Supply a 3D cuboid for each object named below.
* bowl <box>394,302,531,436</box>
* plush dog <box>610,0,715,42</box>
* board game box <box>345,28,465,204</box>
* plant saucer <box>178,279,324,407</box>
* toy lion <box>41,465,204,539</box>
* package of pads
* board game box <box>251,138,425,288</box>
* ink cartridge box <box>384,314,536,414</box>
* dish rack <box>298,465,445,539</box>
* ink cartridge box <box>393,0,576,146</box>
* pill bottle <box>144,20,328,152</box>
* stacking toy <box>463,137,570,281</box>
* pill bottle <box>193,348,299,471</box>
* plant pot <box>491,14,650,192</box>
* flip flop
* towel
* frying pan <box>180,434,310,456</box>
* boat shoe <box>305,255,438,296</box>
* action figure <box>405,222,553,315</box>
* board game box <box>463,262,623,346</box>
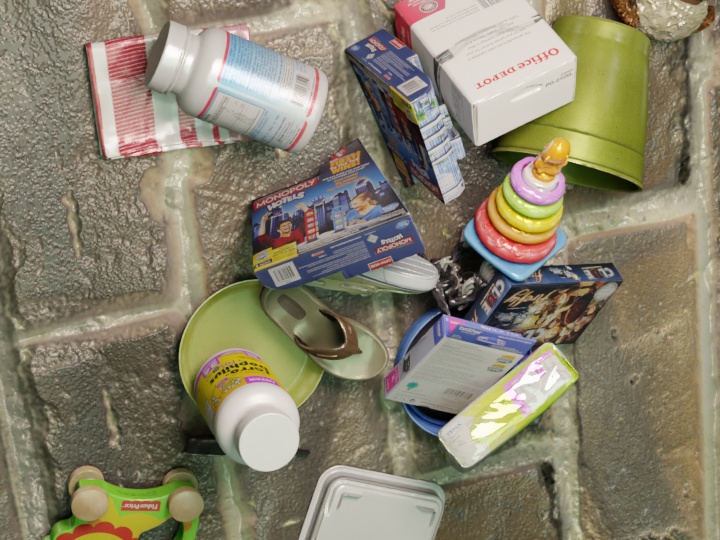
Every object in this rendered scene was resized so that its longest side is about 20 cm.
[{"bbox_3d":[0.140,0.134,1.767,0.200,0.039,0.201,-5,107,-17],"label":"bowl"},{"bbox_3d":[0.425,-0.380,1.677,0.199,0.161,0.172,7,126,-21],"label":"plush dog"},{"bbox_3d":[0.073,-0.175,1.597,0.062,0.200,0.200,-29,126,-8],"label":"board game box"},{"bbox_3d":[-0.141,0.105,1.667,0.199,0.031,0.201,-5,106,-18],"label":"plant saucer"},{"bbox_3d":[-0.316,0.355,1.666,0.199,0.069,0.192,4,110,-20],"label":"toy lion"},{"bbox_3d":[0.193,0.186,1.692,0.200,0.155,0.068,-39,79,-5],"label":"package of pads"},{"bbox_3d":[-0.032,-0.071,1.580,0.199,0.200,0.062,-19,126,10],"label":"board game box"},{"bbox_3d":[0.126,0.117,1.652,0.119,0.042,0.200,14,143,-22],"label":"ink cartridge box"},{"bbox_3d":[0.019,0.371,1.790,0.199,0.044,0.172,15,101,-21],"label":"dish rack"},{"bbox_3d":[0.152,-0.268,1.567,0.144,0.200,0.084,-26,146,-10],"label":"ink cartridge box"},{"bbox_3d":[-0.147,-0.220,1.508,0.199,0.109,0.109,20,98,-21],"label":"pill bottle"},{"bbox_3d":[0.211,-0.094,1.560,0.116,0.110,0.200,-38,160,-32],"label":"stacking toy"},{"bbox_3d":[-0.136,0.173,1.562,0.104,0.200,0.105,-5,107,-18],"label":"pill bottle"},{"bbox_3d":[0.289,-0.220,1.651,0.200,0.200,0.194,15,88,-22],"label":"plant pot"},{"bbox_3d":[-0.045,0.080,1.645,0.200,0.058,0.081,41,89,-24],"label":"flip flop"},{"bbox_3d":[-0.225,-0.217,1.554,0.199,0.023,0.145,-10,107,-16],"label":"towel"},{"bbox_3d":[-0.139,0.230,1.662,0.189,0.115,0.031,1,86,-20],"label":"frying pan"},{"bbox_3d":[0.000,0.000,1.651,0.199,0.072,0.062,14,120,6],"label":"boat shoe"},{"bbox_3d":[0.153,-0.006,1.694,0.199,0.119,0.102,-4,136,-25],"label":"action figure"},{"bbox_3d":[0.236,0.049,1.694,0.199,0.035,0.136,-3,140,-33],"label":"board game box"}]
